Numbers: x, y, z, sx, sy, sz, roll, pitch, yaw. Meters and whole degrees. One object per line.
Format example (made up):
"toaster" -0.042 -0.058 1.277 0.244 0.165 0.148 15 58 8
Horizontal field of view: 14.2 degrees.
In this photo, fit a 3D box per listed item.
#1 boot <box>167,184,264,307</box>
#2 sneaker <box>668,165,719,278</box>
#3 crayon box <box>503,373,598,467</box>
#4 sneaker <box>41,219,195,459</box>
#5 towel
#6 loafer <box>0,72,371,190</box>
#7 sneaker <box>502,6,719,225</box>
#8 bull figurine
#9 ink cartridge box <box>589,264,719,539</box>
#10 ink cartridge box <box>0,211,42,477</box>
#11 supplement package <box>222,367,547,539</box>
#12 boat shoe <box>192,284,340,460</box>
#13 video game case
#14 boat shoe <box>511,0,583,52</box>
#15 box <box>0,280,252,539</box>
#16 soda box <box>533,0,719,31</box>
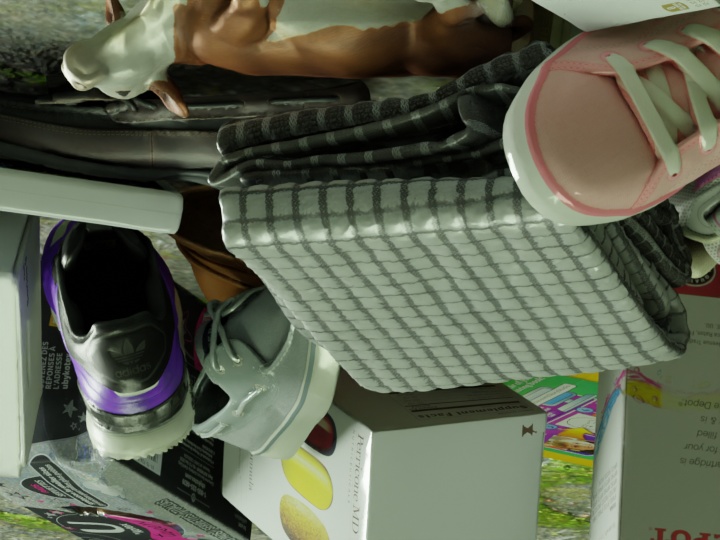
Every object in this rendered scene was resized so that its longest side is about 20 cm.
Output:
"boot" 0.000 0.000 1.553 0.200 0.074 0.155 -4 157 18
"sneaker" 0.191 -0.046 1.316 0.081 0.088 0.200 13 161 -23
"crayon box" 0.127 0.061 1.726 0.172 0.058 0.200 13 160 -20
"sneaker" -0.131 0.004 1.520 0.069 0.200 0.100 -16 124 -7
"towel" 0.042 -0.018 1.256 0.165 0.086 0.200 -6 156 21
"loafer" -0.090 -0.075 1.387 0.200 0.063 0.072 9 -167 2
"sneaker" 0.150 -0.086 1.140 0.200 0.075 0.105 -24 175 -35
"bull figurine" -0.025 -0.113 1.196 0.200 0.065 0.121 -4 163 -7
"ink cartridge box" 0.200 0.081 1.528 0.147 0.200 0.086 8 162 -6
"ink cartridge box" -0.278 0.029 1.596 0.200 0.084 0.146 5 125 2
"supplement package" 0.010 0.105 1.643 0.109 0.114 0.200 -5 -163 -25
"boat shoe" -0.052 0.046 1.516 0.071 0.070 0.201 8 153 -10
"video game case" -0.193 -0.046 1.436 0.200 0.023 0.182 8 -177 -8
"boat shoe" 0.085 -0.063 1.330 0.063 0.073 0.201 11 155 -4
"box" -0.152 0.085 1.759 0.115 0.132 0.200 -4 160 22
"soda box" 0.054 -0.154 1.059 0.068 0.064 0.200 -8 157 40
